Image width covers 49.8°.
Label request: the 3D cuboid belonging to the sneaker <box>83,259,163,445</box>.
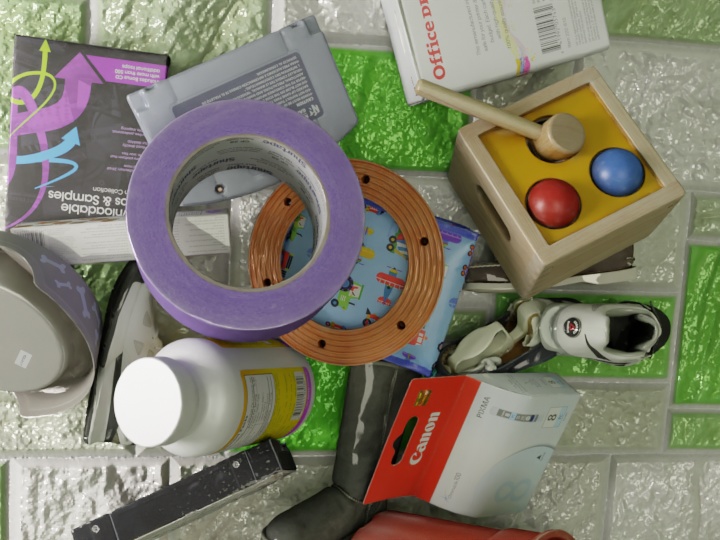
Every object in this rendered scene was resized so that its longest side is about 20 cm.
[{"bbox_3d":[-0.203,0.088,0.780,0.115,0.076,0.201,11,110,-20],"label":"sneaker"}]

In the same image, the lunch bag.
[{"bbox_3d":[0.000,0.000,0.797,0.199,0.094,0.151,18,97,-2],"label":"lunch bag"}]

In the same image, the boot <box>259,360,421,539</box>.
[{"bbox_3d":[-0.013,0.185,0.795,0.181,0.072,0.201,0,110,-52],"label":"boot"}]

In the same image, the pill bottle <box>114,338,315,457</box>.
[{"bbox_3d":[-0.131,0.115,0.720,0.104,0.200,0.105,-3,84,26],"label":"pill bottle"}]

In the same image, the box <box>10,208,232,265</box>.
[{"bbox_3d":[-0.224,-0.031,0.740,0.199,0.039,0.042,-6,103,-9],"label":"box"}]

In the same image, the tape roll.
[{"bbox_3d":[-0.100,-0.041,0.682,0.199,0.085,0.201,2,78,-10],"label":"tape roll"}]

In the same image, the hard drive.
[{"bbox_3d":[-0.164,0.226,0.767,0.199,0.140,0.038,-25,77,-6],"label":"hard drive"}]

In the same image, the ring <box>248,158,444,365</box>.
[{"bbox_3d":[-0.015,-0.008,0.757,0.199,0.019,0.202,1,93,15],"label":"ring"}]

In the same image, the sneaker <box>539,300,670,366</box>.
[{"bbox_3d":[0.285,0.069,0.815,0.199,0.088,0.075,1,89,-38],"label":"sneaker"}]

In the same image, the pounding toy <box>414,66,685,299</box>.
[{"bbox_3d":[0.173,-0.104,0.751,0.183,0.142,0.201,-26,72,-9],"label":"pounding toy"}]

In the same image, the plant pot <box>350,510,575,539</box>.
[{"bbox_3d":[0.090,0.332,0.758,0.200,0.194,0.202,-4,95,-50],"label":"plant pot"}]

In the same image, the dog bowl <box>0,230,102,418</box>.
[{"bbox_3d":[-0.332,0.048,0.715,0.199,0.059,0.201,4,129,5],"label":"dog bowl"}]

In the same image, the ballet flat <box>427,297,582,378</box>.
[{"bbox_3d":[0.159,0.071,0.819,0.199,0.073,0.073,-26,101,-11],"label":"ballet flat"}]

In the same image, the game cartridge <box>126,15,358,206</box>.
[{"bbox_3d":[-0.108,-0.148,0.760,0.199,0.041,0.134,-27,104,-13],"label":"game cartridge"}]

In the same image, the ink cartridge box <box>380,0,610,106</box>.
[{"bbox_3d":[0.127,-0.261,0.774,0.199,0.085,0.145,-17,100,-8],"label":"ink cartridge box"}]

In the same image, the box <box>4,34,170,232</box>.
[{"bbox_3d":[-0.265,-0.117,0.757,0.142,0.036,0.201,5,99,-10],"label":"box"}]

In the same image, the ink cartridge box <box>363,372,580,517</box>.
[{"bbox_3d":[0.116,0.183,0.797,0.199,0.047,0.161,3,117,-34],"label":"ink cartridge box"}]

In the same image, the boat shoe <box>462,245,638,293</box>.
[{"bbox_3d":[0.201,-0.011,0.830,0.199,0.072,0.060,-5,92,-11],"label":"boat shoe"}]
